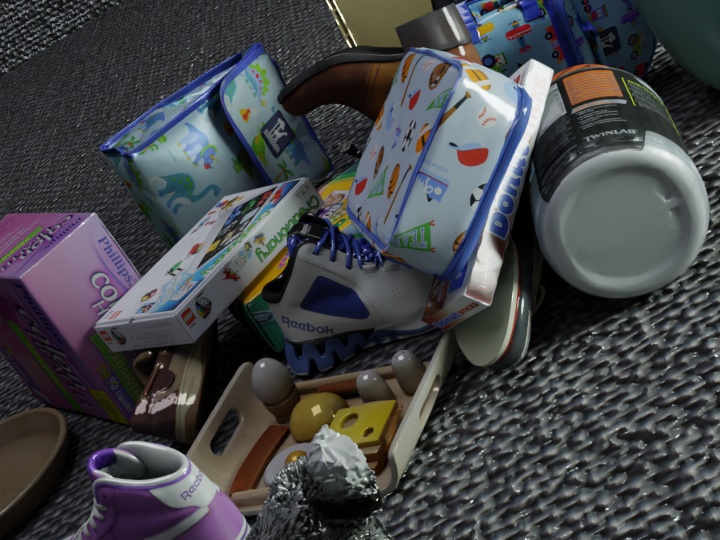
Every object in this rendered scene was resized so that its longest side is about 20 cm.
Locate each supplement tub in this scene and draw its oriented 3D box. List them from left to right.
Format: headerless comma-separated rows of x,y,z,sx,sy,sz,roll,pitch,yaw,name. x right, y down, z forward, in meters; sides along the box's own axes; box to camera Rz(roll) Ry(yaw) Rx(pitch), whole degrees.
0.182,-0.076,1.042,0.122,0.123,0.200,-27,24,14,supplement tub

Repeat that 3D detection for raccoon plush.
-0.058,0.171,0.816,0.134,0.201,0.097,-42,57,-19,raccoon plush

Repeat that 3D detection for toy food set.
-0.032,0.104,1.036,0.199,0.061,0.144,-14,30,33,toy food set

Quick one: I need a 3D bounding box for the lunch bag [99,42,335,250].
-0.139,-0.115,1.466,0.200,0.171,0.127,-39,24,-18,lunch bag

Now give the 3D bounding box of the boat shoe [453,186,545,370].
0.110,0.001,1.053,0.071,0.062,0.201,-41,30,31,boat shoe

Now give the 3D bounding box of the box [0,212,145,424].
-0.281,0.042,1.335,0.097,0.176,0.199,-45,27,-28,box

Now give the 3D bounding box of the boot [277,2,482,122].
0.040,-0.102,1.192,0.187,0.201,0.068,-20,9,19,boot

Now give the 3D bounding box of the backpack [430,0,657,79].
0.179,-0.206,1.248,0.199,0.183,0.135,-19,33,3,backpack

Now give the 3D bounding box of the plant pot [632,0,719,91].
0.317,-0.244,1.142,0.200,0.162,0.201,-25,25,12,plant pot

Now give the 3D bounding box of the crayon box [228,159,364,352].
-0.031,-0.020,1.268,0.200,0.058,0.119,-38,23,-11,crayon box

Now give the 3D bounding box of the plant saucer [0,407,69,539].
-0.350,0.205,1.294,0.199,0.030,0.200,-27,24,13,plant saucer

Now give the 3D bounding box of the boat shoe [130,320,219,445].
-0.164,0.079,1.224,0.071,0.073,0.201,1,34,0,boat shoe

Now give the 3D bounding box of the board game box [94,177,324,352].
-0.134,-0.006,1.249,0.126,0.035,0.200,-8,32,47,board game box

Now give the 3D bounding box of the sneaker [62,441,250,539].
-0.181,0.178,1.026,0.200,0.115,0.073,-20,28,30,sneaker

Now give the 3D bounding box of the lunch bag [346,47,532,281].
0.051,-0.078,1.025,0.200,0.075,0.161,-126,56,-75,lunch bag

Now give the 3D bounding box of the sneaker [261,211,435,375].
-0.001,0.000,1.136,0.198,0.115,0.081,-26,25,17,sneaker

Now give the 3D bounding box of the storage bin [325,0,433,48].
0.093,-0.250,1.409,0.199,0.200,0.094,-25,7,16,storage bin

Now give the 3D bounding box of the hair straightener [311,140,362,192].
-0.011,-0.089,1.353,0.199,0.077,0.041,-33,24,-11,hair straightener

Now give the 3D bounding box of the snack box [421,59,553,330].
0.095,-0.056,1.029,0.072,0.024,0.201,-35,33,61,snack box
